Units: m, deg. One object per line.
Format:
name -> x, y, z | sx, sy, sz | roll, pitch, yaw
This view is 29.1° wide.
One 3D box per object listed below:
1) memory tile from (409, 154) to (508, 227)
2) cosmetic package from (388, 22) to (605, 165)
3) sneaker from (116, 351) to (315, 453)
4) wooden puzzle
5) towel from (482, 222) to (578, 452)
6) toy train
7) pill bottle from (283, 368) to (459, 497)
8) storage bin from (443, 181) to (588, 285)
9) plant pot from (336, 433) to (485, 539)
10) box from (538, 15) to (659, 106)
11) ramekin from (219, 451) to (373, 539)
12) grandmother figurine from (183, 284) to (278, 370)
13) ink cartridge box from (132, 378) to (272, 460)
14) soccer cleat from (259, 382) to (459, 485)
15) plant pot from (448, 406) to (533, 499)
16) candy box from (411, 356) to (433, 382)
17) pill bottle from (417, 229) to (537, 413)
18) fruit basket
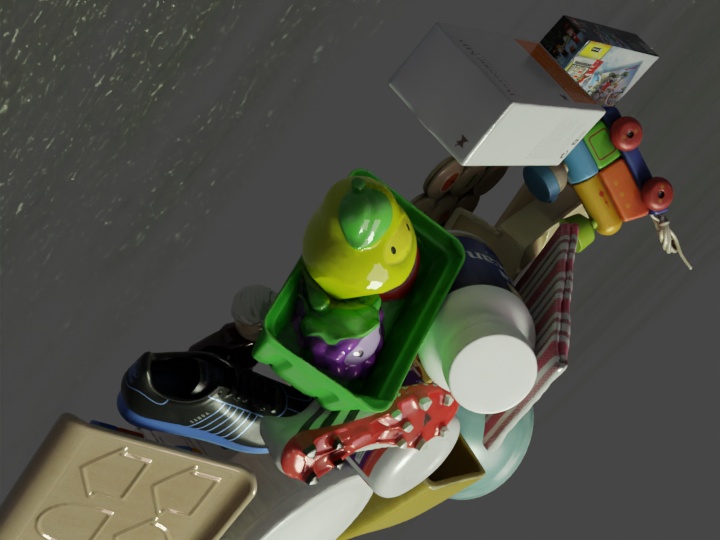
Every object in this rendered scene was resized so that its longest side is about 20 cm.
memory tile -> 0.068, -0.042, 1.446 | 0.200, 0.017, 0.153 | -52, 160, 23
cosmetic package -> 0.122, -0.149, 1.200 | 0.071, 0.101, 0.200 | -49, 160, 25
sneaker -> -0.121, 0.118, 1.281 | 0.199, 0.070, 0.078 | 8, 143, -20
wooden puzzle -> -0.225, 0.215, 1.326 | 0.200, 0.046, 0.185 | 23, 125, -23
towel -> 0.170, 0.064, 1.347 | 0.146, 0.030, 0.200 | 121, -13, -44
toy train -> 0.254, -0.055, 1.408 | 0.116, 0.200, 0.085 | -33, -165, -12
pill bottle -> 0.000, 0.125, 1.404 | 0.112, 0.200, 0.113 | -36, 155, -19
storage bin -> 0.157, -0.025, 1.515 | 0.200, 0.094, 0.199 | -34, 162, -43
plant pot -> -0.002, 0.236, 1.720 | 0.200, 0.194, 0.195 | -39, 162, 17
box -> 0.208, -0.182, 1.384 | 0.137, 0.038, 0.200 | -48, 160, 24
ramekin -> -0.089, 0.246, 1.442 | 0.202, 0.094, 0.203 | -36, 158, -17
grandmother figurine -> -0.118, 0.082, 1.333 | 0.121, 0.061, 0.200 | -19, 153, -35
ink cartridge box -> -0.171, 0.211, 1.486 | 0.200, 0.084, 0.146 | -16, 150, -49
soccer cleat -> 0.001, 0.136, 1.284 | 0.200, 0.085, 0.069 | -17, 126, -29
plant pot -> 0.113, 0.194, 1.867 | 0.200, 0.200, 0.134 | -45, 136, 15
candy box -> 0.048, 0.127, 1.566 | 0.200, 0.056, 0.117 | -32, 166, -34
pill bottle -> 0.102, 0.049, 1.306 | 0.111, 0.111, 0.200 | -44, -155, 12
fruit basket -> 0.006, 0.003, 1.197 | 0.216, 0.155, 0.216 | -50, -168, 14
